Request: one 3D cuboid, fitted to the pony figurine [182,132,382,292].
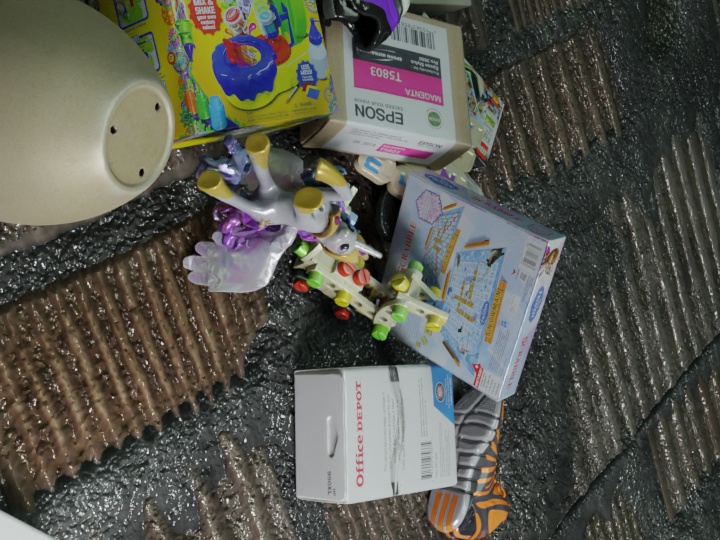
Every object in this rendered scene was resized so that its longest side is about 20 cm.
[{"bbox_3d":[-0.084,-0.060,1.001,0.200,0.191,0.168,54,49,-67],"label":"pony figurine"}]

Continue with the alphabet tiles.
[{"bbox_3d":[0.062,-0.181,1.256,0.194,0.015,0.202,31,62,-19],"label":"alphabet tiles"}]

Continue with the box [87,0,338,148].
[{"bbox_3d":[-0.148,-0.231,1.023,0.199,0.121,0.195,-19,98,-47],"label":"box"}]

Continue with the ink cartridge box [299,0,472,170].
[{"bbox_3d":[0.028,-0.219,1.196,0.198,0.075,0.167,6,71,-30],"label":"ink cartridge box"}]

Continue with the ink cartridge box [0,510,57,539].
[{"bbox_3d":[-0.354,0.255,0.793,0.200,0.044,0.178,43,55,-35],"label":"ink cartridge box"}]

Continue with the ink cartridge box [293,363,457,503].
[{"bbox_3d":[0.019,0.184,1.181,0.199,0.084,0.147,5,81,-48],"label":"ink cartridge box"}]

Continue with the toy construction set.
[{"bbox_3d":[0.000,0.000,1.137,0.200,0.131,0.092,49,55,-16],"label":"toy construction set"}]

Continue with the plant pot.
[{"bbox_3d":[-0.235,-0.124,0.850,0.200,0.133,0.202,-44,143,-47],"label":"plant pot"}]

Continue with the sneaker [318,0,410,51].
[{"bbox_3d":[-0.018,-0.314,1.079,0.200,0.069,0.100,49,59,-40],"label":"sneaker"}]

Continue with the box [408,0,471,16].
[{"bbox_3d":[0.054,-0.370,1.298,0.199,0.068,0.083,-12,95,-48],"label":"box"}]

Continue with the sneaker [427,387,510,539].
[{"bbox_3d":[0.156,0.256,1.339,0.112,0.077,0.202,35,72,-44],"label":"sneaker"}]

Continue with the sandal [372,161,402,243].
[{"bbox_3d":[0.050,-0.106,1.285,0.075,0.048,0.202,48,42,-31],"label":"sandal"}]

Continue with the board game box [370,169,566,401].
[{"bbox_3d":[0.117,0.014,1.172,0.041,0.199,0.202,-13,126,-49],"label":"board game box"}]

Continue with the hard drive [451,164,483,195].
[{"bbox_3d":[0.120,-0.027,1.321,0.140,0.037,0.203,35,59,-62],"label":"hard drive"}]

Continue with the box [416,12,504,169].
[{"bbox_3d":[0.116,-0.238,1.374,0.200,0.034,0.111,39,59,-38],"label":"box"}]
